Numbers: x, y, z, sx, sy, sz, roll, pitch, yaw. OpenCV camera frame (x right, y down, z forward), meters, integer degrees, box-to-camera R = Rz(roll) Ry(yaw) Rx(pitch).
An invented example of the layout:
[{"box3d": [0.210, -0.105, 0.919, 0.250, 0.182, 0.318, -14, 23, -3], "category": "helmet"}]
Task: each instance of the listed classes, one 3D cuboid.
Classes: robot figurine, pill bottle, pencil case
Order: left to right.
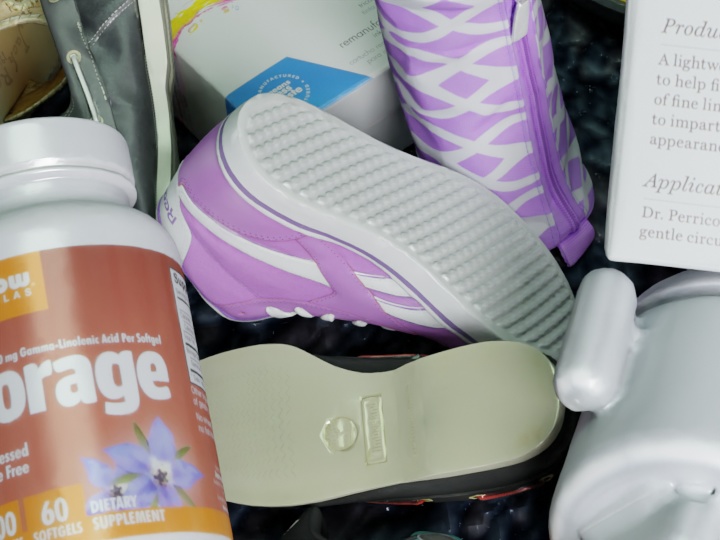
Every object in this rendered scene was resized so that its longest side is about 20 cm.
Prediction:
[{"box3d": [-0.124, 0.043, 0.773, 0.111, 0.112, 0.201, -12, 71, -3], "category": "pill bottle"}, {"box3d": [0.060, -0.090, 0.837, 0.085, 0.200, 0.084, 25, 65, 30], "category": "pencil case"}, {"box3d": [0.142, 0.074, 0.737, 0.113, 0.170, 0.200, -31, 18, 36], "category": "robot figurine"}]

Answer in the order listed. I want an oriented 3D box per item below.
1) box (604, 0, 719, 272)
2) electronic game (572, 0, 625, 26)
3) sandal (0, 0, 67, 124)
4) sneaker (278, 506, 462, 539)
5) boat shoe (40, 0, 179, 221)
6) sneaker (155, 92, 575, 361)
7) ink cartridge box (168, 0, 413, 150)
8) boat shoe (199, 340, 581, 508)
[{"box3d": [0.214, -0.072, 0.789, 0.198, 0.132, 0.200, 7, 12, 11], "category": "box"}, {"box3d": [0.188, -0.202, 1.006, 0.198, 0.042, 0.201, -3, 52, 4], "category": "electronic game"}, {"box3d": [-0.169, -0.106, 0.935, 0.069, 0.078, 0.213, 8, 64, 38], "category": "sandal"}, {"box3d": [0.046, 0.146, 0.734, 0.199, 0.072, 0.080, 14, 59, 18], "category": "sneaker"}, {"box3d": [-0.118, -0.052, 0.876, 0.067, 0.072, 0.201, -6, 81, -4], "category": "boat shoe"}, {"box3d": [0.000, -0.001, 0.845, 0.200, 0.114, 0.073, 32, 48, -18], "category": "sneaker"}, {"box3d": [-0.055, -0.129, 0.960, 0.116, 0.067, 0.200, -34, 56, -19], "category": "ink cartridge box"}, {"box3d": [0.000, 0.072, 0.806, 0.200, 0.063, 0.074, -6, 69, 20], "category": "boat shoe"}]
